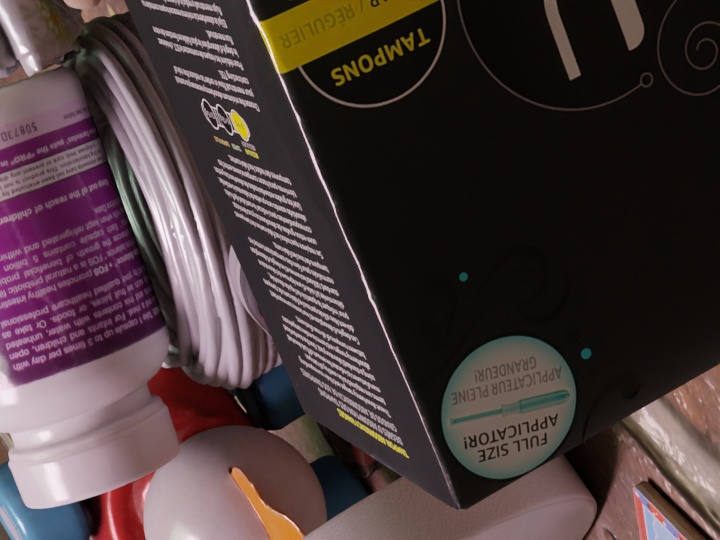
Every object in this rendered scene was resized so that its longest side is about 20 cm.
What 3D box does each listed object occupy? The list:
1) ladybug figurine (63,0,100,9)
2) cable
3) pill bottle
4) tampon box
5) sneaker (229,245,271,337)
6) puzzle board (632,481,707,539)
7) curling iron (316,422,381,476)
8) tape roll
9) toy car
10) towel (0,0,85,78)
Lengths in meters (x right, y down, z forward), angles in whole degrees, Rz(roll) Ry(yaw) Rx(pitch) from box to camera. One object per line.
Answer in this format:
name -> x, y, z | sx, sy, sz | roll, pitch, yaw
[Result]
ladybug figurine -> -0.106, -0.203, 1.010 | 0.136, 0.072, 0.200 | -95, 5, -64
cable -> -0.086, -0.036, 1.264 | 0.200, 0.069, 0.200 | -148, 39, -67
pill bottle -> -0.160, 0.010, 1.231 | 0.200, 0.112, 0.112 | 71, 163, -7
tampon box -> 0.032, -0.059, 0.753 | 0.126, 0.150, 0.200 | 25, 141, 65
sneaker -> 0.000, 0.000, 1.074 | 0.112, 0.078, 0.200 | 52, 161, 34
puzzle board -> 0.162, 0.197, 1.015 | 0.151, 0.017, 0.200 | 45, 156, 44
curling iron -> -0.015, 0.031, 1.259 | 0.050, 0.026, 0.200 | 44, 156, 40
tape roll -> 0.008, 0.140, 1.059 | 0.037, 0.203, 0.203 | 55, 163, 19
toy car -> -0.067, 0.141, 1.319 | 0.200, 0.184, 0.177 | 19, 136, 65
towel -> -0.184, -0.181, 1.139 | 0.171, 0.048, 0.200 | -103, -13, -81
